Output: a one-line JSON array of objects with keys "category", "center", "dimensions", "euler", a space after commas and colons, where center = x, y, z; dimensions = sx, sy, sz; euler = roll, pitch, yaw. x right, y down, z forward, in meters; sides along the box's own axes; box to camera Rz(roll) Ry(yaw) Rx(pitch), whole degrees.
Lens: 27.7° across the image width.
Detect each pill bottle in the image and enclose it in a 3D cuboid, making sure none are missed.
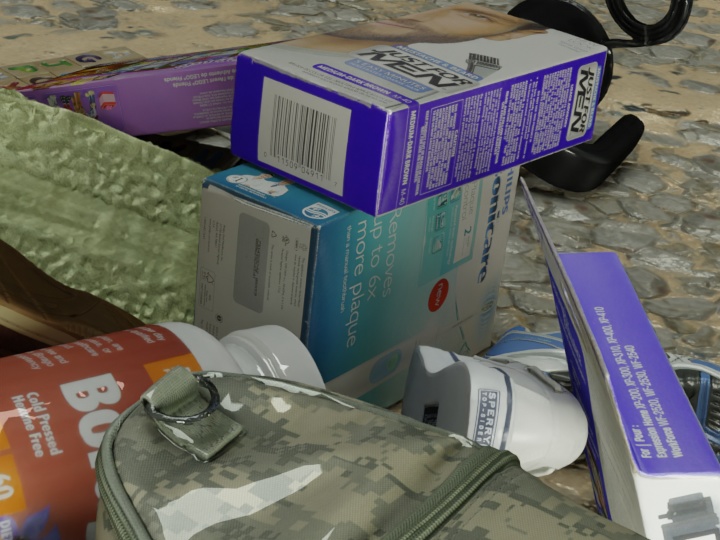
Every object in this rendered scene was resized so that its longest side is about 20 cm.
[{"category": "pill bottle", "center": [-0.118, 0.086, 0.683], "dimensions": [0.200, 0.112, 0.112], "euler": [-13, 31, -33]}]

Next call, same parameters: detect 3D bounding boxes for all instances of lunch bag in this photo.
[{"category": "lunch bag", "center": [-0.016, 0.143, 0.486], "dimensions": [0.168, 0.200, 0.139], "euler": [30, 42, 28]}]

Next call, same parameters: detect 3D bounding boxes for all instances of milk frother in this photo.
[{"category": "milk frother", "center": [0.159, -0.184, 1.205], "dimensions": [0.180, 0.200, 0.188], "euler": [22, 30, 22]}]

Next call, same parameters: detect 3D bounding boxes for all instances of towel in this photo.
[{"category": "towel", "center": [-0.161, -0.018, 0.845], "dimensions": [0.200, 0.036, 0.149], "euler": [18, 64, -18]}]

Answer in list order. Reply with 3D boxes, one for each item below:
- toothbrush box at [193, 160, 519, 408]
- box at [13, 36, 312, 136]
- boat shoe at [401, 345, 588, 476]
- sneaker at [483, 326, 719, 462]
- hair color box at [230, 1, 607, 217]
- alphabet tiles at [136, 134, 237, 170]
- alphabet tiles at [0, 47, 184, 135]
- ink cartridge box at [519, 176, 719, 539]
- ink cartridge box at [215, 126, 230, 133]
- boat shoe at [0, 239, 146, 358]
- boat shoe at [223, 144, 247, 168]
[{"category": "toothbrush box", "center": [0.000, 0.000, 0.849], "dimensions": [0.085, 0.147, 0.200], "euler": [23, 29, 30]}, {"category": "box", "center": [-0.104, -0.117, 0.931], "dimensions": [0.200, 0.039, 0.137], "euler": [-5, 14, 17]}, {"category": "boat shoe", "center": [0.062, 0.078, 0.736], "dimensions": [0.065, 0.074, 0.200], "euler": [9, 0, -8]}, {"category": "sneaker", "center": [0.161, 0.068, 0.821], "dimensions": [0.200, 0.076, 0.077], "euler": [12, 31, 9]}, {"category": "hair color box", "center": [0.037, -0.097, 0.818], "dimensions": [0.109, 0.065, 0.200], "euler": [25, 30, 34]}, {"category": "alphabet tiles", "center": [-0.200, -0.039, 0.943], "dimensions": [0.200, 0.008, 0.167], "euler": [14, 52, 35]}, {"category": "alphabet tiles", "center": [-0.217, -0.152, 1.259], "dimensions": [0.167, 0.008, 0.200], "euler": [-17, 34, -40]}, {"category": "ink cartridge box", "center": [0.126, 0.076, 0.657], "dimensions": [0.043, 0.200, 0.198], "euler": [-16, 26, 4]}, {"category": "ink cartridge box", "center": [-0.017, -0.099, 1.100], "dimensions": [0.200, 0.043, 0.196], "euler": [15, 3, -39]}, {"category": "boat shoe", "center": [-0.176, 0.036, 0.731], "dimensions": [0.200, 0.072, 0.072], "euler": [32, 13, -48]}, {"category": "boat shoe", "center": [-0.103, -0.035, 0.998], "dimensions": [0.074, 0.060, 0.200], "euler": [-32, 15, 15]}]
